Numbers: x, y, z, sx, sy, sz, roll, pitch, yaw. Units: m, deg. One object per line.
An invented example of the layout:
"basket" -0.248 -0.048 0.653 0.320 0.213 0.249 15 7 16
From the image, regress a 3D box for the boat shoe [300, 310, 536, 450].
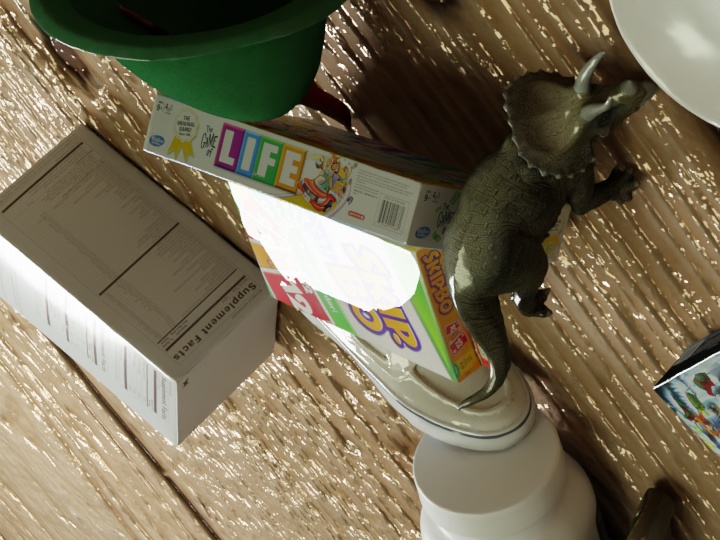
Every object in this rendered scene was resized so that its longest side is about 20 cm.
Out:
"boat shoe" 0.029 0.035 1.391 0.200 0.071 0.070 42 161 26

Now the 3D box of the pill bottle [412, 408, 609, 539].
"pill bottle" 0.104 0.181 1.441 0.116 0.116 0.200 26 150 38

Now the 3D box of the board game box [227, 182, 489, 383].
"board game box" 0.000 0.000 1.309 0.200 0.030 0.096 20 139 46

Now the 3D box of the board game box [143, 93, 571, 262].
"board game box" -0.003 -0.051 1.221 0.200 0.034 0.134 21 -171 39

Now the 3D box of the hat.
"hat" -0.065 -0.088 1.183 0.166 0.200 0.176 46 149 48

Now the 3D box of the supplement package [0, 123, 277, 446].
"supplement package" -0.170 0.011 1.626 0.200 0.114 0.110 39 155 16

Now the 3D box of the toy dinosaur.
"toy dinosaur" 0.077 -0.027 1.117 0.077 0.200 0.102 43 -163 32

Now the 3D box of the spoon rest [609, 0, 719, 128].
"spoon rest" 0.180 -0.086 0.933 0.200 0.061 0.099 22 148 42

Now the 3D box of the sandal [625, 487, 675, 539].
"sandal" 0.194 0.210 1.414 0.054 0.082 0.200 14 141 14

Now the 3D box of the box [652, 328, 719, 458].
"box" 0.244 0.074 1.118 0.137 0.040 0.200 45 157 0
